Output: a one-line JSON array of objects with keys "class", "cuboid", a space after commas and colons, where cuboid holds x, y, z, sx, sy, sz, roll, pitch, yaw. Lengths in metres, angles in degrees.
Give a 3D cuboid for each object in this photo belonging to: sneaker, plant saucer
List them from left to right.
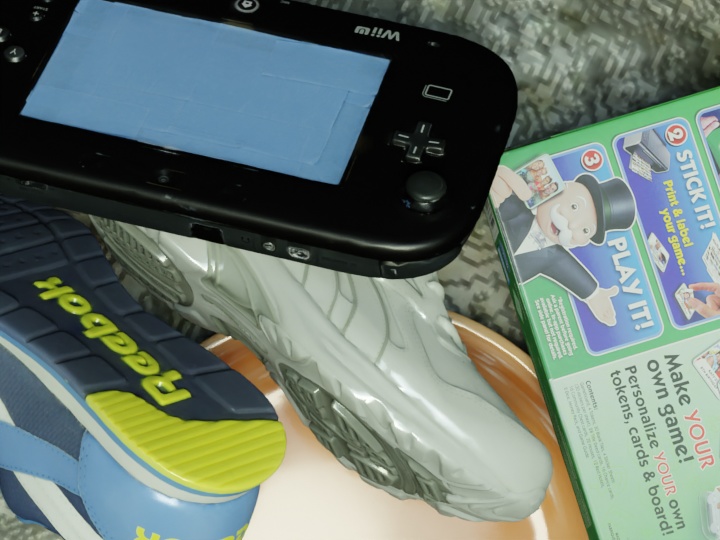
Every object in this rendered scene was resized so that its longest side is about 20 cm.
[{"class": "sneaker", "cuboid": [-0.107, 0.040, 0.862, 0.074, 0.200, 0.082, -12, 131, -36]}, {"class": "plant saucer", "cuboid": [-0.002, 0.109, 0.917, 0.200, 0.037, 0.201, 0, 89, -5]}, {"class": "sneaker", "cuboid": [0.000, 0.000, 0.865, 0.200, 0.078, 0.099, 42, 72, 15]}]

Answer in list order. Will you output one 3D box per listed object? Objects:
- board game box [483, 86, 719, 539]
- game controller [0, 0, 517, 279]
[{"class": "board game box", "cuboid": [0.132, 0.038, 0.874, 0.134, 0.029, 0.200, -16, 80, -4]}, {"class": "game controller", "cuboid": [-0.051, -0.055, 0.842, 0.200, 0.042, 0.104, 13, 57, 10]}]
